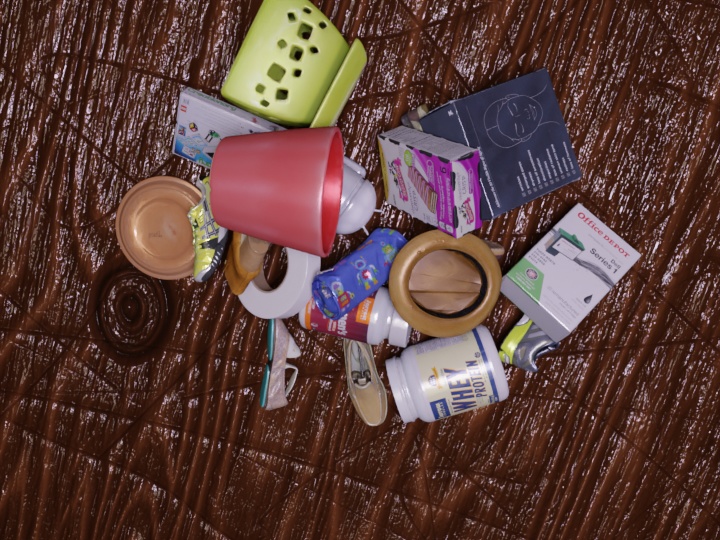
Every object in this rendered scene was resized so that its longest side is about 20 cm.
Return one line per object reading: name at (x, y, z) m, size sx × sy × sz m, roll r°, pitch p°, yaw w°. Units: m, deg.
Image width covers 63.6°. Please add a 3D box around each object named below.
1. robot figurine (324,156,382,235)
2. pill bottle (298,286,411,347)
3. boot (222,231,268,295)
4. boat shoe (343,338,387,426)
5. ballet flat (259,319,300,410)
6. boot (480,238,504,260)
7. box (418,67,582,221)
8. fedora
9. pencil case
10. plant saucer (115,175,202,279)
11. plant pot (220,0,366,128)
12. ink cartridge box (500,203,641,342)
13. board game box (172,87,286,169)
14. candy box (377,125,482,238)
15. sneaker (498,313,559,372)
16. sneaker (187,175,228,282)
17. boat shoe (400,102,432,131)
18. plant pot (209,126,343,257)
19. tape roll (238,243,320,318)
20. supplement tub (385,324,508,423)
robot figurine at (-0.055, -0.142, 1.049) m, size 0.200 × 0.113 × 0.170 m, roll 34°, pitch 63°, yaw -6°
pill bottle at (-0.004, 0.075, 1.073) m, size 0.199 × 0.110 × 0.110 m, roll 12°, pitch 100°, yaw 11°
boot at (-0.212, -0.070, 1.044) m, size 0.071 × 0.202 × 0.144 m, roll 9°, pitch 146°, yaw -28°
boat shoe at (0.004, 0.217, 1.127) m, size 0.071 × 0.076 × 0.201 m, roll -16°, pitch 99°, yaw 5°
ballet flat at (-0.155, 0.177, 1.141) m, size 0.067 × 0.068 × 0.201 m, roll 4°, pitch 106°, yaw -18°
boot at (0.171, 0.026, 1.106) m, size 0.199 × 0.072 × 0.167 m, roll -3°, pitch 111°, yaw 1°
box at (0.238, -0.209, 0.992) m, size 0.196 × 0.124 × 0.201 m, roll -24°, pitch 98°, yaw -21°
fedora at (0.141, 0.018, 1.012) m, size 0.200 × 0.082 × 0.201 m, roll -2°, pitch 100°, yaw -9°
pencil case at (0.000, 0.000, 1.009) m, size 0.200 × 0.078 × 0.087 m, roll -38°, pitch 106°, yaw -29°
plant saucer at (-0.373, -0.080, 1.116) m, size 0.200 × 0.032 × 0.201 m, roll 0°, pitch 99°, yaw 3°
plant pot at (-0.100, -0.333, 0.984) m, size 0.181 × 0.199 × 0.200 m, roll 29°, pitch 99°, yaw -9°
ink cartridge box at (0.364, 0.001, 1.024) m, size 0.200 × 0.084 × 0.146 m, roll -43°, pitch 76°, yaw -13°
board game box at (-0.237, -0.233, 1.056) m, size 0.199 × 0.035 × 0.126 m, roll 23°, pitch 128°, yaw -2°
candy box at (0.113, -0.154, 0.978) m, size 0.061 × 0.200 × 0.137 m, roll -25°, pitch 124°, yaw -23°
sneaker at (0.340, 0.102, 1.074) m, size 0.081 × 0.074 × 0.200 m, roll 33°, pitch 86°, yaw 30°
sneaker at (-0.284, -0.078, 1.068) m, size 0.076 × 0.075 × 0.201 m, roll 15°, pitch 76°, yaw -25°
boat shoe at (0.131, -0.200, 1.062) m, size 0.065 × 0.073 × 0.201 m, roll -16°, pitch 98°, yaw 24°
plant pot at (-0.127, -0.129, 0.904) m, size 0.177 × 0.200 × 0.201 m, roll 6°, pitch 100°, yaw 5°
tape roll at (-0.158, -0.013, 1.060) m, size 0.202 × 0.037 × 0.204 m, roll -3°, pitch 86°, yaw 39°
supplement tub at (0.159, 0.196, 1.083) m, size 0.199 × 0.145 × 0.145 m, roll -18°, pitch 98°, yaw 5°
